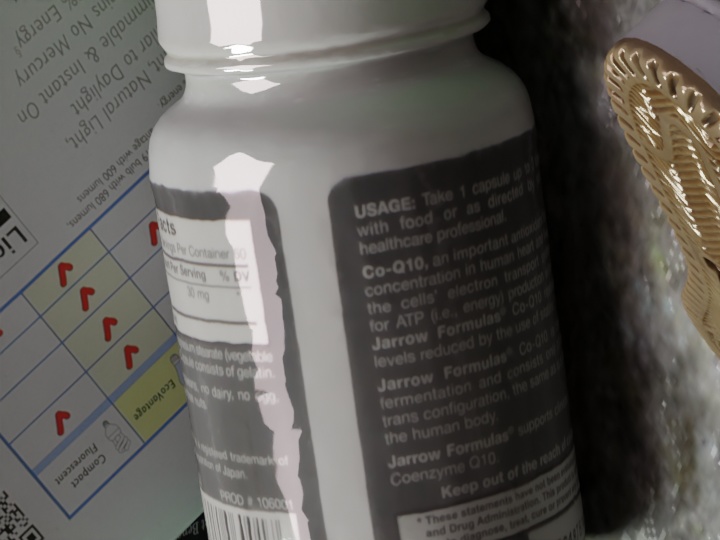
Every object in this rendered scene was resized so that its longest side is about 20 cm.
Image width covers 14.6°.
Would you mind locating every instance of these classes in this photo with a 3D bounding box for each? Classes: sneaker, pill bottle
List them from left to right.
[{"bbox_3d":[0.000,0.000,0.816,0.113,0.113,0.200,14,114,60],"label":"pill bottle"},{"bbox_3d":[0.125,-0.026,0.631,0.071,0.112,0.200,40,170,30],"label":"sneaker"}]

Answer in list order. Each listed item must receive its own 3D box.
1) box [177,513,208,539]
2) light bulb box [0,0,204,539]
[{"bbox_3d":[-0.137,0.040,1.052,0.148,0.104,0.200,-2,102,39],"label":"box"},{"bbox_3d":[-0.126,-0.006,0.888,0.200,0.198,0.125,53,159,-19],"label":"light bulb box"}]
